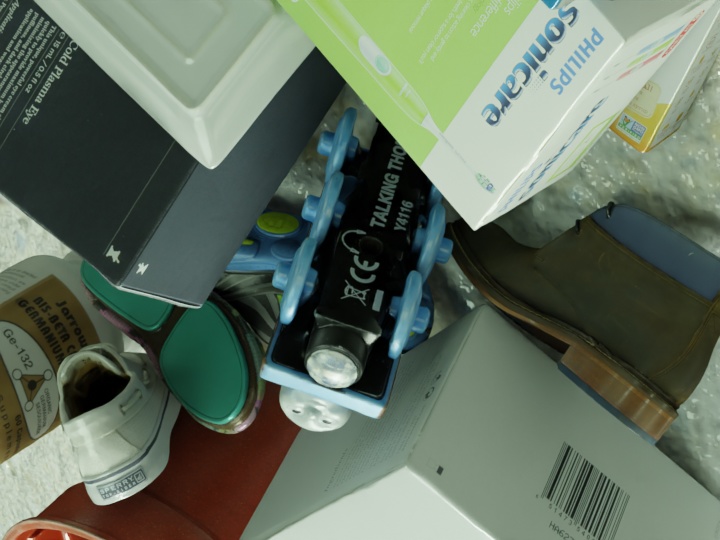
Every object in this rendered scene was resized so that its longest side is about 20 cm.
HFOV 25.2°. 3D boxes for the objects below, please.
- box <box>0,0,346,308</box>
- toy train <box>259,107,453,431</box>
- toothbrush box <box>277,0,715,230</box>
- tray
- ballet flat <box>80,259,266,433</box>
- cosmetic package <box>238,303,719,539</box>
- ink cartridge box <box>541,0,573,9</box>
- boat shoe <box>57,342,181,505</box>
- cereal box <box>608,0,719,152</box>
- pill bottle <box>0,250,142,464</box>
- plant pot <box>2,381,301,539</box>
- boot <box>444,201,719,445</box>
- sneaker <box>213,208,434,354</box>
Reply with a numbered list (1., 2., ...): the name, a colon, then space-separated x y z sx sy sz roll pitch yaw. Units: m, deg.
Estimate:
1. box: -0.124 -0.113 0.918 0.182 0.104 0.201 37 97 23
2. toy train: 0.000 0.000 0.885 0.086 0.201 0.115 17 137 -1
3. toothbrush box: 0.046 -0.146 0.755 0.200 0.086 0.146 51 141 13
4. tray: -0.113 -0.156 0.852 0.200 0.022 0.108 44 98 21
5. ballet flat: -0.110 0.043 1.052 0.200 0.069 0.071 38 -177 39
6. cosmetic package: 0.069 0.154 0.932 0.199 0.123 0.200 40 141 -12
7. ink cartridge box: 0.062 -0.215 0.668 0.200 0.116 0.067 49 140 11
8. boat shoe: -0.161 0.079 1.031 0.200 0.070 0.070 -103 -12 -74
9. cereal box: 0.124 -0.173 0.753 0.144 0.039 0.201 40 139 20
10. pill bottle: -0.233 0.054 1.145 0.114 0.200 0.115 25 132 31
11. plant pot: -0.102 0.174 1.083 0.200 0.195 0.202 23 139 21
12. boot: 0.125 0.002 0.867 0.075 0.097 0.200 34 -172 -44
13. sneaker: -0.030 0.011 1.027 0.199 0.071 0.083 16 145 37
